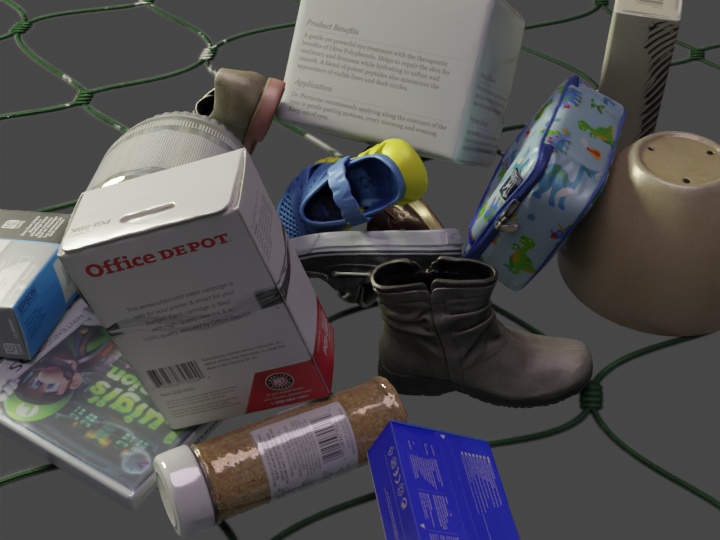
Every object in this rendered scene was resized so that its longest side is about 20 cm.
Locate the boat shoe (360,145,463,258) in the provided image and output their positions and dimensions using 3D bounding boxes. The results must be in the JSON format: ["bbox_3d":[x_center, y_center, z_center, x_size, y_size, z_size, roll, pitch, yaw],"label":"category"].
[{"bbox_3d":[0.038,-0.042,1.101,0.072,0.072,0.200,-39,57,2],"label":"boat shoe"}]

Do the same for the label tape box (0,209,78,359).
[{"bbox_3d":[-0.368,0.006,1.018,0.199,0.066,0.143,6,39,14],"label":"label tape box"}]

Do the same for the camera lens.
[{"bbox_3d":[-0.174,-0.045,0.999,0.159,0.160,0.200,0,28,-1],"label":"camera lens"}]

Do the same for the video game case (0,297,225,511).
[{"bbox_3d":[-0.213,0.100,0.956,0.200,0.023,0.182,23,46,24],"label":"video game case"}]

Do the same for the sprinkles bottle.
[{"bbox_3d":[-0.060,0.147,0.870,0.200,0.068,0.068,-18,44,-20],"label":"sprinkles bottle"}]

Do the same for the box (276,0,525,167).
[{"bbox_3d":[0.049,-0.213,1.151,0.199,0.172,0.200,15,9,16],"label":"box"}]

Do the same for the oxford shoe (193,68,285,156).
[{"bbox_3d":[-0.136,-0.152,1.118,0.074,0.200,0.071,23,62,-11],"label":"oxford shoe"}]

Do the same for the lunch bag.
[{"bbox_3d":[0.177,-0.085,1.068,0.082,0.161,0.200,31,44,-2],"label":"lunch bag"}]

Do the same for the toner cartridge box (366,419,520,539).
[{"bbox_3d":[0.070,0.205,0.797,0.095,0.043,0.200,17,35,-25],"label":"toner cartridge box"}]

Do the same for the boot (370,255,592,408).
[{"bbox_3d":[0.108,0.050,0.935,0.199,0.131,0.068,1,42,1],"label":"boot"}]

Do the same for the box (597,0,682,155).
[{"bbox_3d":[0.292,-0.202,1.172,0.068,0.200,0.082,10,43,11],"label":"box"}]

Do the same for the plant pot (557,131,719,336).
[{"bbox_3d":[0.298,-0.053,1.053,0.200,0.135,0.201,0,42,0],"label":"plant pot"}]

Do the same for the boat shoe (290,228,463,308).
[{"bbox_3d":[0.000,0.000,1.033,0.200,0.071,0.072,-3,-4,27],"label":"boat shoe"}]

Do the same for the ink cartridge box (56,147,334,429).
[{"bbox_3d":[-0.121,0.019,0.857,0.146,0.200,0.083,-13,38,13],"label":"ink cartridge box"}]

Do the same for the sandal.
[{"bbox_3d":[-0.029,-0.069,1.046,0.087,0.200,0.080,-30,94,-37],"label":"sandal"}]
